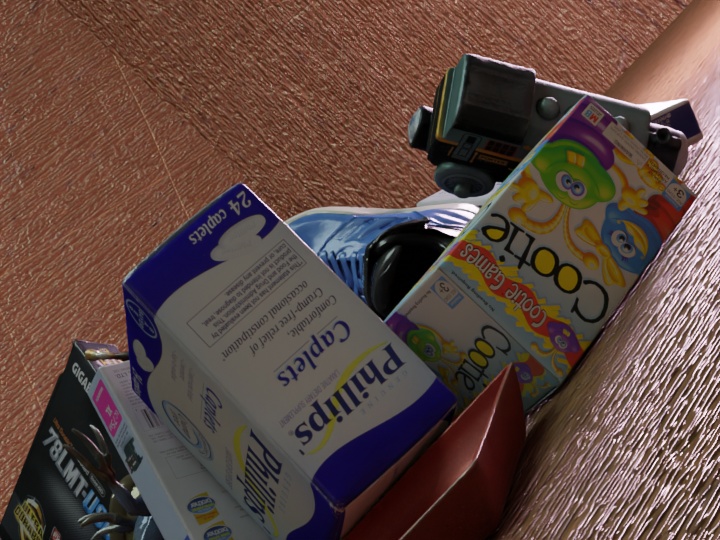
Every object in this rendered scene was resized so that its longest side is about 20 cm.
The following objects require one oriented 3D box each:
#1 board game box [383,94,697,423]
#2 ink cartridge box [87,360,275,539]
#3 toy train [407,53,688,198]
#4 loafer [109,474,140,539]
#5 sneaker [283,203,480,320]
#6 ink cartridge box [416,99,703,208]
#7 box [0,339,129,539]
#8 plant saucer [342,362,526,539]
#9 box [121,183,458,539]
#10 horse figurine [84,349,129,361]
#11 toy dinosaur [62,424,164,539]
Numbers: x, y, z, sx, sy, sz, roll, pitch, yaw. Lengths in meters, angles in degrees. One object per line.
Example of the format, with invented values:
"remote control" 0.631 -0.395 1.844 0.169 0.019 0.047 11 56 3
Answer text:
"board game box" 0.112 -0.002 1.175 0.200 0.103 0.105 -48 0 -39
"ink cartridge box" -0.094 0.142 1.269 0.119 0.201 0.042 -13 -33 -36
"toy train" 0.135 -0.089 1.306 0.114 0.198 0.086 120 163 -67
"loafer" -0.145 0.251 1.363 0.067 0.202 0.076 -7 2 32
"sneaker" 0.000 -0.001 1.350 0.198 0.078 0.111 -6 15 10
"ink cartridge box" 0.149 -0.081 1.499 0.198 0.041 0.200 -27 9 -19
"box" -0.216 0.194 1.511 0.049 0.200 0.200 7 -64 -38
"plant saucer" 0.020 0.155 0.994 0.200 0.037 0.200 -47 0 16
"box" -0.050 0.079 1.171 0.105 0.200 0.184 -41 -15 -20
"horse figurine" -0.123 0.090 1.456 0.199 0.131 0.050 17 -102 -54
"toy dinosaur" -0.141 0.195 1.308 0.182 0.199 0.105 -55 3 -23
